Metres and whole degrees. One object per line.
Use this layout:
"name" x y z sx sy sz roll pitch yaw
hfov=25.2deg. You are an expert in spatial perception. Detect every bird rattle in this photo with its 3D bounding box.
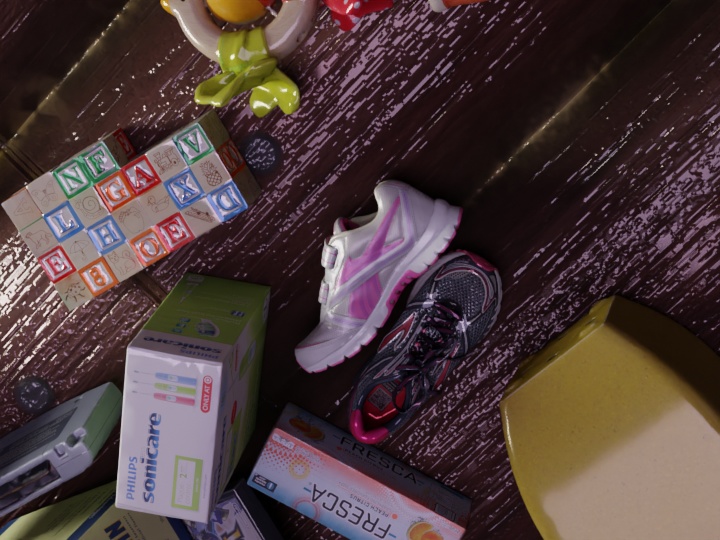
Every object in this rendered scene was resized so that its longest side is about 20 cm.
"bird rattle" -0.080 -0.228 1.342 0.163 0.113 0.201 41 107 12

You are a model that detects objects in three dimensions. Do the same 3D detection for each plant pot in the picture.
"plant pot" 0.225 0.140 1.361 0.194 0.195 0.200 -39 91 18

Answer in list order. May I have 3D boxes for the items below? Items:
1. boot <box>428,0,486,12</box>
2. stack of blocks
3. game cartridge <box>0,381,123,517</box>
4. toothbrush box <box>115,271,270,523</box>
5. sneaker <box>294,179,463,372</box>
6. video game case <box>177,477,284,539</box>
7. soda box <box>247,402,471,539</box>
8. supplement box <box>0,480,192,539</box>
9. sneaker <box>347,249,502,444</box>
"boot" 0.065 -0.308 1.304 0.106 0.075 0.202 -17 105 19
"stack of blocks" -0.202 -0.065 1.431 0.199 0.059 0.116 -28 101 17
"game cartridge" -0.310 0.177 1.487 0.199 0.133 0.042 -29 101 18
"toothbrush box" -0.143 0.105 1.402 0.085 0.200 0.147 10 108 7
"sneaker" 0.000 0.000 1.413 0.088 0.081 0.200 38 101 -3
"video game case" -0.127 0.307 1.529 0.180 0.026 0.201 -24 103 34
"soda box" 0.001 0.204 1.481 0.199 0.064 0.069 29 110 1
"supplement box" -0.275 0.309 1.466 0.199 0.200 0.135 -23 103 33
"sneaker" 0.058 0.073 1.424 0.080 0.075 0.201 32 109 -2
